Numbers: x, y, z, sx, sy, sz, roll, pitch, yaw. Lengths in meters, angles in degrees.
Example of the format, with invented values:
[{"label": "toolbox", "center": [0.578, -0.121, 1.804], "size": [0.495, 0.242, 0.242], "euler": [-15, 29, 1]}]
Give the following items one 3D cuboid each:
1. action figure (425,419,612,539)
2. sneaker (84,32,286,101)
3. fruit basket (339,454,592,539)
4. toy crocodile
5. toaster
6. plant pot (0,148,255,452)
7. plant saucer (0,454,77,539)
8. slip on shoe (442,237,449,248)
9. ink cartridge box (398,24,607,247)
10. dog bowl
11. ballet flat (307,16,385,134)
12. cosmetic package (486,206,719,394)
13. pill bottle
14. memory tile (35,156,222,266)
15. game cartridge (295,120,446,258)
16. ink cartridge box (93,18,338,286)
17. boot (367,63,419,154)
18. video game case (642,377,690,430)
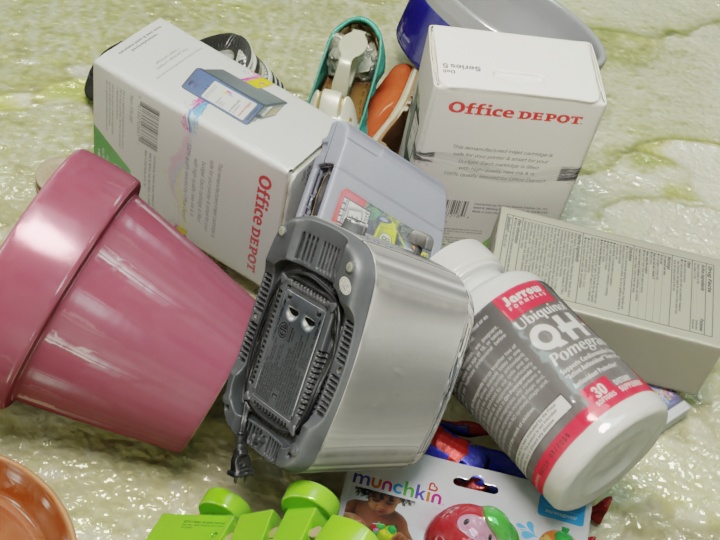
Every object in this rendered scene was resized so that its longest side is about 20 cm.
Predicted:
[{"label": "action figure", "center": [0.095, 0.153, 0.955], "size": [0.200, 0.052, 0.065], "euler": [24, 55, 12]}, {"label": "sneaker", "center": [-0.160, -0.162, 1.161], "size": [0.200, 0.115, 0.076], "euler": [2, 68, 31]}, {"label": "fruit basket", "center": [0.065, 0.217, 0.852], "size": [0.185, 0.094, 0.200], "euler": [15, 56, 4]}, {"label": "toy crocodile", "center": [-0.071, 0.190, 0.836], "size": [0.200, 0.062, 0.068], "euler": [-10, 35, 33]}, {"label": "toaster", "center": [-0.007, 0.064, 0.858], "size": [0.129, 0.200, 0.114], "euler": [10, 11, -41]}, {"label": "plant pot", "center": [-0.180, 0.037, 0.914], "size": [0.179, 0.200, 0.200], "euler": [30, 49, -6]}, {"label": "plant saucer", "center": [-0.293, 0.212, 0.835], "size": [0.200, 0.032, 0.200], "euler": [5, 49, -6]}, {"label": "slip on shoe", "center": [0.001, 0.040, 1.027], "size": [0.061, 0.074, 0.200], "euler": [4, 44, 46]}, {"label": "ink cartridge box", "center": [0.114, -0.108, 1.076], "size": [0.145, 0.200, 0.084], "euler": [5, 49, -8]}, {"label": "dog bowl", "center": [0.139, -0.228, 1.220], "size": [0.200, 0.079, 0.200], "euler": [22, 31, -14]}, {"label": "ballet flat", "center": [-0.022, -0.152, 1.096], "size": [0.067, 0.070, 0.200], "euler": [8, 56, 10]}, {"label": "cosmetic package", "center": [0.202, 0.025, 1.042], "size": [0.200, 0.073, 0.104], "euler": [15, 49, 2]}, {"label": "pill bottle", "center": [0.122, 0.071, 0.914], "size": [0.111, 0.111, 0.200], "euler": [-25, 57, -28]}, {"label": "memory tile", "center": [-0.181, -0.054, 1.094], "size": [0.200, 0.017, 0.153], "euler": [-9, 52, -18]}, {"label": "game cartridge", "center": [0.000, 0.000, 0.963], "size": [0.133, 0.041, 0.200], "euler": [29, 72, -40]}, {"label": "ink cartridge box", "center": [-0.123, -0.096, 1.034], "size": [0.200, 0.145, 0.088], "euler": [32, 49, 17]}, {"label": "boot", "center": [-0.006, -0.143, 1.170], "size": [0.107, 0.075, 0.200], "euler": [21, 50, 13]}, {"label": "video game case", "center": [0.163, 0.079, 1.048], "size": [0.143, 0.018, 0.200], "euler": [-25, 59, -29]}]
